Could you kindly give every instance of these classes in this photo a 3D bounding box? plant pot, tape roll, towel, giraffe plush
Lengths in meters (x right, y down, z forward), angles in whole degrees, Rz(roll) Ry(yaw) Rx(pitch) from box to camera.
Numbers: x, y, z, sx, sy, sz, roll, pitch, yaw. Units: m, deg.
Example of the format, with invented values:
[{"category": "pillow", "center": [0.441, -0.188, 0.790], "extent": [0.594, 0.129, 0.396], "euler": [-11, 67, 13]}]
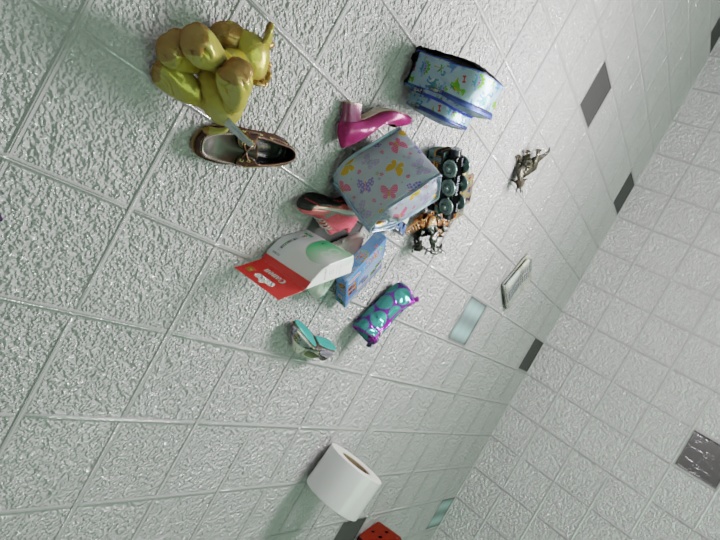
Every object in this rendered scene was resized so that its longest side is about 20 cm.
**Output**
[{"category": "plant pot", "center": [0.075, 1.194, 2.264], "extent": [0.199, 0.198, 0.179], "euler": [-9, 111, -47]}, {"category": "tape roll", "center": [-0.052, 0.667, 1.702], "extent": [0.140, 0.202, 0.203], "euler": [-53, 144, -9]}, {"category": "towel", "center": [0.672, 0.050, 2.286], "extent": [0.200, 0.034, 0.193], "euler": [-47, 143, -18]}, {"category": "giraffe plush", "center": [-0.204, -0.326, 0.853], "extent": [0.200, 0.171, 0.163], "euler": [51, 52, -42]}]

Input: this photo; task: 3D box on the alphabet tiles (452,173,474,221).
[{"category": "alphabet tiles", "center": [0.280, -0.218, 1.634], "extent": [0.199, 0.006, 0.168], "euler": [-31, 137, -34]}]

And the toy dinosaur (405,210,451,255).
[{"category": "toy dinosaur", "center": [0.190, -0.119, 1.546], "extent": [0.198, 0.102, 0.138], "euler": [-5, 106, -25]}]

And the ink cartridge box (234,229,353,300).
[{"category": "ink cartridge box", "center": [-0.138, -0.019, 1.130], "extent": [0.199, 0.160, 0.051], "euler": [-18, 127, -42]}]

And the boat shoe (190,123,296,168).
[{"category": "boat shoe", "center": [-0.205, -0.224, 0.979], "extent": [0.199, 0.070, 0.071], "euler": [-13, 126, -44]}]

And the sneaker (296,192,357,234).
[{"category": "sneaker", "center": [-0.068, -0.120, 1.219], "extent": [0.199, 0.073, 0.088], "euler": [-2, 118, -50]}]

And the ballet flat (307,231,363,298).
[{"category": "ballet flat", "center": [-0.067, -0.024, 1.307], "extent": [0.201, 0.069, 0.069], "euler": [-53, 144, -7]}]

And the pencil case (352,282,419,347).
[{"category": "pencil case", "center": [0.073, 0.125, 1.554], "extent": [0.200, 0.092, 0.086], "euler": [-45, 142, -21]}]

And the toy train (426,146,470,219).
[{"category": "toy train", "center": [0.228, -0.240, 1.454], "extent": [0.085, 0.113, 0.202], "euler": [-24, 129, -37]}]

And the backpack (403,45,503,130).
[{"category": "backpack", "center": [0.218, -0.411, 1.250], "extent": [0.182, 0.199, 0.148], "euler": [-1, 116, -51]}]

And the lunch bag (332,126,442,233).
[{"category": "lunch bag", "center": [0.055, -0.194, 1.210], "extent": [0.199, 0.170, 0.127], "euler": [-33, 158, -13]}]

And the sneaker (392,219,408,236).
[{"category": "sneaker", "center": [0.084, -0.176, 1.371], "extent": [0.116, 0.080, 0.199], "euler": [-62, 151, -4]}]

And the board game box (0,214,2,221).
[{"category": "board game box", "center": [-0.544, -0.133, 0.663], "extent": [0.120, 0.032, 0.202], "euler": [-32, 136, -39]}]

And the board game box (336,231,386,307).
[{"category": "board game box", "center": [0.000, 0.000, 1.357], "extent": [0.151, 0.037, 0.200], "euler": [-46, 168, -18]}]

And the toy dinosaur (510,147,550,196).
[{"category": "toy dinosaur", "center": [0.576, -0.362, 1.853], "extent": [0.200, 0.077, 0.103], "euler": [-49, 156, -22]}]

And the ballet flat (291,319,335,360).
[{"category": "ballet flat", "center": [-0.134, 0.189, 1.374], "extent": [0.072, 0.072, 0.200], "euler": [-55, 144, -5]}]

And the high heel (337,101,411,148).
[{"category": "high heel", "center": [0.032, -0.316, 1.203], "extent": [0.198, 0.067, 0.097], "euler": [-2, 107, -34]}]
